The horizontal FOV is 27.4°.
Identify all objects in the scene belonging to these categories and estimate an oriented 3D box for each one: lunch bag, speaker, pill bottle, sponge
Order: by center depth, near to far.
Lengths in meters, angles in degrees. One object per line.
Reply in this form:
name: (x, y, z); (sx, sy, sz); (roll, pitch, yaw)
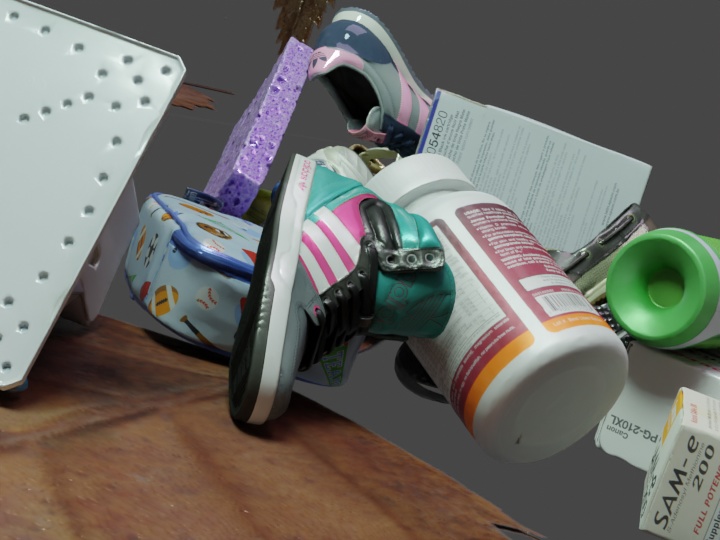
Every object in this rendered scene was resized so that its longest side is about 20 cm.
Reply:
pill bottle: (0.076, 0.019, 0.956); (0.109, 0.110, 0.200); (11, 33, -42)
lunch bag: (-0.075, 0.009, 1.006); (0.160, 0.076, 0.200); (19, 10, -18)
speaker: (0.252, 0.017, 1.068); (0.088, 0.089, 0.200); (25, 11, 33)
sponge: (-0.091, -0.092, 1.179); (0.030, 0.112, 0.200); (31, 38, -10)

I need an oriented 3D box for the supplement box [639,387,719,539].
supplement box: (0.275, 0.148, 0.895); (0.199, 0.074, 0.126); (21, 9, 11)

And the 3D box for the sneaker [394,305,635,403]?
sneaker: (0.109, 0.075, 1.061); (0.199, 0.080, 0.074); (1, 58, -29)

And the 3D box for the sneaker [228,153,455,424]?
sneaker: (-0.006, 0.022, 0.869); (0.120, 0.084, 0.201); (18, 45, -8)

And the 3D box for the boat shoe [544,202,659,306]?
boat shoe: (0.159, 0.012, 1.178); (0.066, 0.200, 0.072); (58, -17, 10)

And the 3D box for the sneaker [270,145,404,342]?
sneaker: (0.000, 0.000, 1.133); (0.085, 0.077, 0.200); (-26, 71, -44)

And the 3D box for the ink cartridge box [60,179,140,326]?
ink cartridge box: (-0.235, -0.062, 0.858); (0.199, 0.084, 0.145); (20, -26, 7)

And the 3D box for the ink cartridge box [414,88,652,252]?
ink cartridge box: (0.120, -0.026, 1.224); (0.199, 0.201, 0.041); (19, -2, -11)

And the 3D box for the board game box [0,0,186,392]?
board game box: (-0.218, -0.056, 0.760); (0.199, 0.201, 0.026); (20, -23, 8)

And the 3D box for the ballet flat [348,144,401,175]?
ballet flat: (0.032, -0.074, 1.323); (0.070, 0.066, 0.200); (17, 6, -37)

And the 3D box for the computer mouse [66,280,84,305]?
computer mouse: (-0.248, -0.002, 0.801); (0.199, 0.044, 0.110); (16, 1, 12)

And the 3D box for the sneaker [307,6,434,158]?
sneaker: (0.028, -0.119, 1.229); (0.200, 0.082, 0.070); (47, -39, -17)

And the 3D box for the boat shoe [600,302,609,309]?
boat shoe: (0.240, 0.044, 1.190); (0.200, 0.062, 0.073); (8, 56, -62)

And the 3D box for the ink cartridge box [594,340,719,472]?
ink cartridge box: (0.282, 0.115, 1.079); (0.144, 0.085, 0.200); (23, 10, 32)

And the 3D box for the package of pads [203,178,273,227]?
package of pads: (-0.025, -0.014, 1.272); (0.199, 0.069, 0.154); (12, 10, -34)
